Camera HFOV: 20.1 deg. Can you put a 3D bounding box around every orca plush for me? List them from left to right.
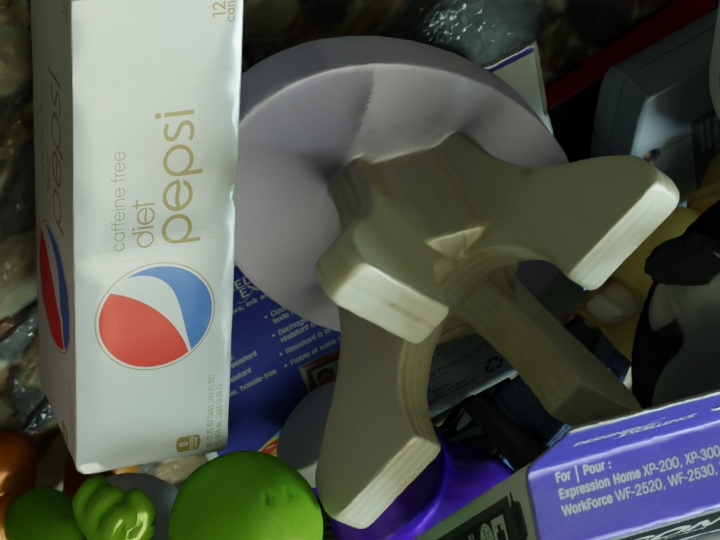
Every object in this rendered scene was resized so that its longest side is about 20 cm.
[{"bbox_3d":[0.165,0.002,0.841,0.104,0.072,0.201,9,144,1],"label":"orca plush"}]

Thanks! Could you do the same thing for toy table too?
[{"bbox_3d":[0.034,-0.001,0.800,0.199,0.117,0.184,13,122,-38],"label":"toy table"}]

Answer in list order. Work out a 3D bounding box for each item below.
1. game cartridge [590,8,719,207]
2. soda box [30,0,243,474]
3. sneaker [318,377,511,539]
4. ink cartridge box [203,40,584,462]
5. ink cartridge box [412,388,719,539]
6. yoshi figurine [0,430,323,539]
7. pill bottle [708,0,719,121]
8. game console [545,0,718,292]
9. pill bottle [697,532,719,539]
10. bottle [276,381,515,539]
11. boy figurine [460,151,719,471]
[{"bbox_3d":[0.175,-0.050,0.976,0.132,0.041,0.201,-32,144,-11],"label":"game cartridge"},{"bbox_3d":[-0.084,-0.026,0.751,0.063,0.068,0.202,-9,124,-19],"label":"soda box"},{"bbox_3d":[0.012,0.101,1.007,0.199,0.083,0.071,-33,174,-33],"label":"sneaker"},{"bbox_3d":[0.000,0.000,0.899,0.196,0.047,0.201,-26,137,-7],"label":"ink cartridge box"},{"bbox_3d":[0.138,0.082,0.815,0.196,0.044,0.200,-14,165,-19],"label":"ink cartridge box"},{"bbox_3d":[-0.077,0.103,0.834,0.113,0.199,0.112,-48,131,-21],"label":"yoshi figurine"},{"bbox_3d":[0.199,-0.103,0.817,0.112,0.113,0.201,-28,148,-15],"label":"pill bottle"},{"bbox_3d":[0.140,-0.042,1.005,0.176,0.031,0.201,-35,144,-7],"label":"game console"},{"bbox_3d":[0.192,0.168,1.205,0.115,0.116,0.201,-28,143,-14],"label":"pill bottle"},{"bbox_3d":[0.044,0.125,0.937,0.200,0.065,0.084,40,66,-30],"label":"bottle"},{"bbox_3d":[0.138,0.018,0.930,0.200,0.064,0.124,-42,156,-1],"label":"boy figurine"}]
